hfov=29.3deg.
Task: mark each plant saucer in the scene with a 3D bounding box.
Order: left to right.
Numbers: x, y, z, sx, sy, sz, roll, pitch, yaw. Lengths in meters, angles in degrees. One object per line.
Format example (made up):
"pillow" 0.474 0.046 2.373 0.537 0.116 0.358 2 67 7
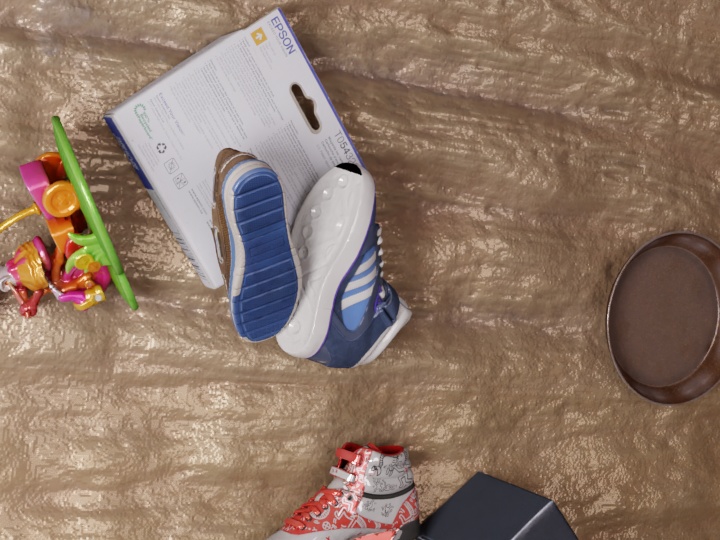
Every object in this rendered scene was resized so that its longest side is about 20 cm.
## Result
"plant saucer" 0.356 0.054 1.582 0.199 0.034 0.202 -2 95 -25

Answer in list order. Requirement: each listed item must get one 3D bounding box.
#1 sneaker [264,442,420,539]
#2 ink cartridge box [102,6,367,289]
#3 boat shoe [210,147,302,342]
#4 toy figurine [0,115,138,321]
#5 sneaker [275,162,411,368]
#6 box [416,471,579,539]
"sneaker" -0.032 0.235 1.390 0.200 0.067 0.109 -9 98 -29
"ink cartridge box" -0.116 -0.119 1.329 0.200 0.043 0.197 -37 111 -21
"boat shoe" -0.101 -0.026 1.279 0.072 0.072 0.201 -16 130 -23
"toy figurine" -0.314 -0.012 1.216 0.183 0.150 0.201 -24 130 -9
"sneaker" 0.000 0.000 1.367 0.146 0.080 0.201 11 98 -50
"box" 0.174 0.332 1.454 0.107 0.148 0.201 -40 111 -18
